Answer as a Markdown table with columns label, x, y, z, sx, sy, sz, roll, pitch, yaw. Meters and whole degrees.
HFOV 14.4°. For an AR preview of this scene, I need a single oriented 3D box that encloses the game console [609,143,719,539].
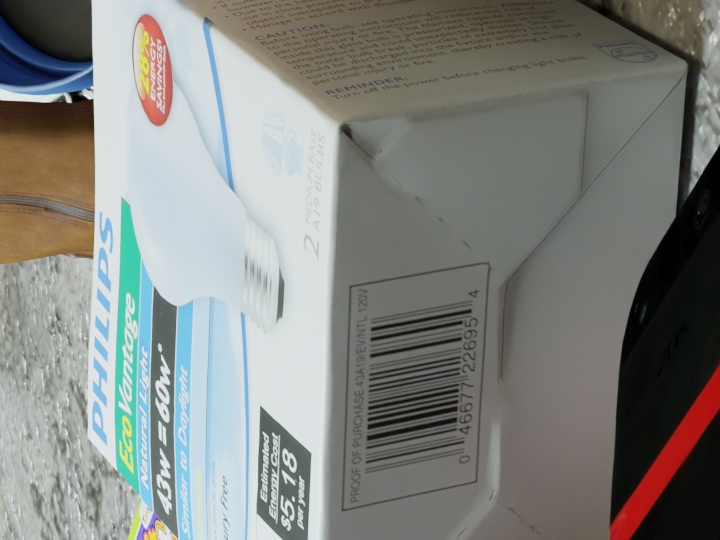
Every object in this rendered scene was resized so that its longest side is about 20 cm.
| label | x | y | z | sx | sy | sz | roll | pitch | yaw |
| --- | --- | --- | --- | --- | --- | --- | --- | --- | --- |
| game console | 0.108 | 0.026 | 0.739 | 0.200 | 0.031 | 0.177 | 115 | 166 | -52 |

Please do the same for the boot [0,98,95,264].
| label | x | y | z | sx | sy | sz | roll | pitch | yaw |
| --- | --- | --- | --- | --- | --- | --- | --- | --- | --- |
| boot | -0.116 | -0.006 | 1.105 | 0.188 | 0.199 | 0.069 | 119 | 136 | -54 |

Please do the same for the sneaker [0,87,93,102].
| label | x | y | z | sx | sy | sz | roll | pitch | yaw |
| --- | --- | --- | --- | --- | --- | --- | --- | --- | --- |
| sneaker | -0.115 | -0.090 | 1.228 | 0.089 | 0.074 | 0.200 | 58 | 143 | 34 |

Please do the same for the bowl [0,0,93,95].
| label | x | y | z | sx | sy | sz | roll | pitch | yaw |
| --- | --- | --- | --- | --- | --- | --- | --- | --- | --- |
| bowl | -0.114 | -0.169 | 1.150 | 0.200 | 0.039 | 0.201 | -5 | 82 | 41 |

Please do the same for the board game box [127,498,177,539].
| label | x | y | z | sx | sy | sz | roll | pitch | yaw |
| --- | --- | --- | --- | --- | --- | --- | --- | --- | --- |
| board game box | -0.059 | 0.165 | 1.223 | 0.200 | 0.045 | 0.135 | 111 | 143 | -48 |

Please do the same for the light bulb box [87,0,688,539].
| label | x | y | z | sx | sy | sz | roll | pitch | yaw |
| --- | --- | --- | --- | --- | --- | --- | --- | --- | --- |
| light bulb box | 0.000 | 0.000 | 0.943 | 0.200 | 0.124 | 0.199 | 39 | 132 | 55 |
